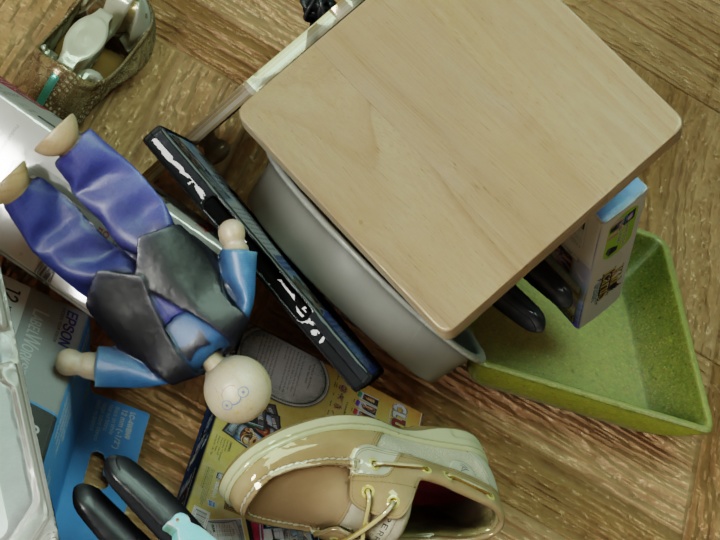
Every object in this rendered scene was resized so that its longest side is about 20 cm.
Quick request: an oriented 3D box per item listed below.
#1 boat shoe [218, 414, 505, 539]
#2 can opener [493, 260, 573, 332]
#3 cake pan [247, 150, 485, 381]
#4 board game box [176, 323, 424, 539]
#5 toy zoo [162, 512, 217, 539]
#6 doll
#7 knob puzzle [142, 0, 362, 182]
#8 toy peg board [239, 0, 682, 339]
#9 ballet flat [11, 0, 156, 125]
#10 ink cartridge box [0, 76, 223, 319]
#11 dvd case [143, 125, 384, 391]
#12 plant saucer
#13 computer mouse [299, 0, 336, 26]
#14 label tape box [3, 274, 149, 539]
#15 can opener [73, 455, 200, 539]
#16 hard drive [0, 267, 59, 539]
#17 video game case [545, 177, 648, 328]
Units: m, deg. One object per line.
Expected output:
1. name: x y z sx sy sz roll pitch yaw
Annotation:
1. boat shoe: 0.009 0.133 1.447 0.199 0.074 0.066 0 43 -38
2. can opener: 0.067 -0.028 1.660 0.200 0.079 0.063 34 77 29
3. cake pan: 0.000 0.000 1.582 0.200 0.037 0.200 44 6 -6
4. board game box: -0.039 0.133 1.501 0.135 0.035 0.200 28 37 -9
5. toy zoo: -0.098 0.228 1.283 0.131 0.020 0.201 5 67 -18
6. doll: -0.127 0.010 1.393 0.200 0.136 0.048 47 2 -6
7. knob puzzle: -0.046 -0.135 1.638 0.030 0.219 0.220 49 37 -4
8. toy peg board: 0.065 -0.079 1.533 0.199 0.098 0.200 -41 73 -8
9. ballet flat: -0.181 -0.163 1.691 0.070 0.065 0.200 31 37 -5
10. ink cartridge box: -0.178 -0.036 1.491 0.200 0.083 0.147 35 2 0
11. dvd case: -0.058 -0.006 1.506 0.200 0.018 0.143 50 2 3
12. plant saucer: 0.144 0.033 1.742 0.199 0.048 0.201 17 41 -22
13. computer mouse: 0.000 -0.113 1.786 0.201 0.046 0.140 63 6 1
14. label tape box: -0.213 0.074 1.407 0.199 0.066 0.144 24 38 -11
15. can opener: -0.083 0.184 1.365 0.200 0.063 0.079 39 10 -10
16. hard drive: -0.248 0.077 1.306 0.139 0.038 0.201 -8 77 -23
17. video game case: 0.107 -0.076 1.651 0.045 0.181 0.200 -36 72 -15
